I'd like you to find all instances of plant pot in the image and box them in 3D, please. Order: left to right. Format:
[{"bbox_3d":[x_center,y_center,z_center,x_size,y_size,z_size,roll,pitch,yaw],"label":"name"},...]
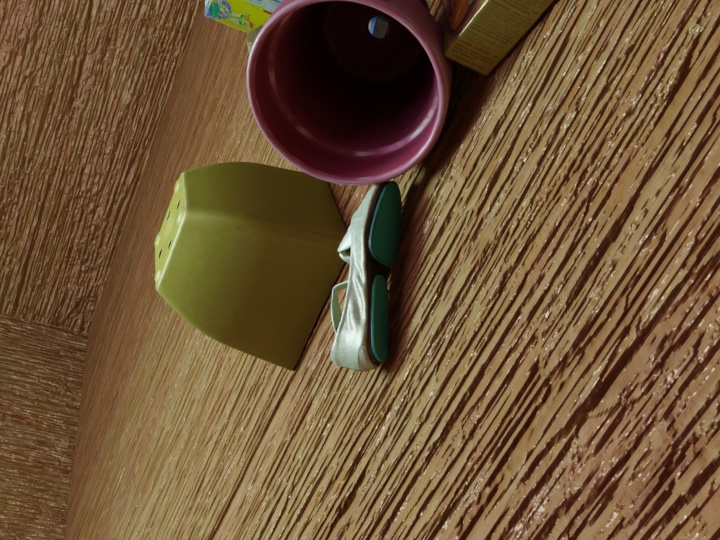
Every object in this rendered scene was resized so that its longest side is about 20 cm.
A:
[{"bbox_3d":[-0.154,-0.025,1.038,0.198,0.197,0.195,-64,25,24],"label":"plant pot"},{"bbox_3d":[0.001,-0.217,0.834,0.201,0.198,0.180,-55,11,38],"label":"plant pot"}]

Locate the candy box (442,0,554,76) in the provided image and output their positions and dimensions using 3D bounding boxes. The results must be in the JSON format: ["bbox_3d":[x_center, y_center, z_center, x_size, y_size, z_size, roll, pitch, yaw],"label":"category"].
[{"bbox_3d":[0.143,-0.283,0.703,0.200,0.056,0.119,-44,36,48],"label":"candy box"}]

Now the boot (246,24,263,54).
[{"bbox_3d":[-0.067,-0.310,1.168,0.071,0.199,0.145,53,167,36],"label":"boot"}]

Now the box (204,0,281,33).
[{"bbox_3d":[-0.125,-0.444,1.239,0.123,0.197,0.194,-58,27,33],"label":"box"}]

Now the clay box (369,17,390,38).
[{"bbox_3d":[-0.011,-0.259,1.051,0.199,0.047,0.117,3,77,66],"label":"clay box"}]

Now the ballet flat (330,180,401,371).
[{"bbox_3d":[0.000,0.000,0.822,0.061,0.067,0.204,-4,68,27],"label":"ballet flat"}]
